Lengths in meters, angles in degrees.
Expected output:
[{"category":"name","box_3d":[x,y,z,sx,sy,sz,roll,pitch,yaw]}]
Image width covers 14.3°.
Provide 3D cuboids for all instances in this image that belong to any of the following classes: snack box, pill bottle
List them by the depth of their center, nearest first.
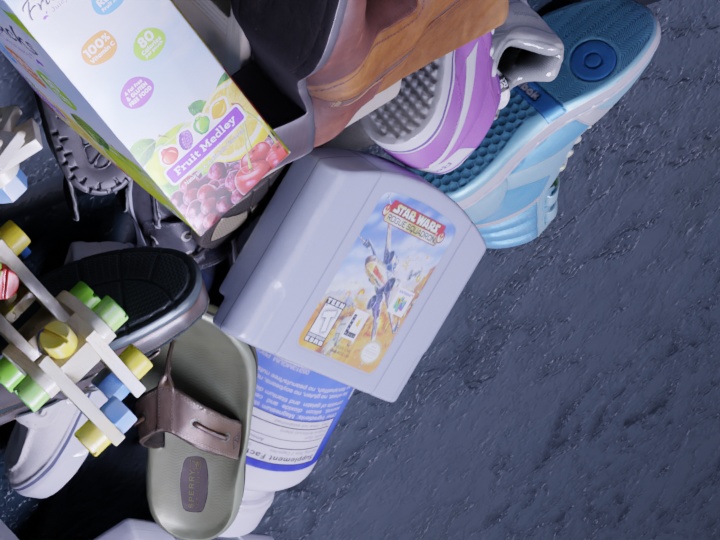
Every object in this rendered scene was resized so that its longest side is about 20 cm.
[{"category":"snack box","box_3d":[-0.143,-0.128,1.367,0.068,0.169,0.200,-43,129,-8]},{"category":"pill bottle","box_3d":[-0.063,0.071,1.863,0.112,0.112,0.200,-10,135,-50]}]

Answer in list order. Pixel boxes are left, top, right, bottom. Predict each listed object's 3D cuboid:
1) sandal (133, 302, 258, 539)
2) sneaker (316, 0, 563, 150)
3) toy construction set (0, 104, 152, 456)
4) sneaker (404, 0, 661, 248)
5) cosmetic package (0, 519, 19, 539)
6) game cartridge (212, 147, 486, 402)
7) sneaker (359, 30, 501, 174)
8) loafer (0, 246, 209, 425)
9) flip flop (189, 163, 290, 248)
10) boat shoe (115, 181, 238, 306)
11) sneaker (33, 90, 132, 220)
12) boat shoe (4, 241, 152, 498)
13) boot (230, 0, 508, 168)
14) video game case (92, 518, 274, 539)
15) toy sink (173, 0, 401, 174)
[{"category":"sandal","box_3d":[-0.104,0.097,1.776,0.057,0.080,0.201,-72,162,-52]},{"category":"sneaker","box_3d":[0.042,-0.118,1.802,0.200,0.081,0.075,-32,150,-25]},{"category":"toy construction set","box_3d":[-0.191,-0.001,1.542,0.092,0.131,0.200,-32,124,-15]},{"category":"sneaker","box_3d":[0.126,-0.095,1.956,0.200,0.080,0.131,-36,150,-1]},{"category":"cosmetic package","box_3d":[-0.290,0.238,1.698,0.200,0.166,0.167,-51,153,8]},{"category":"game cartridge","box_3d":[0.000,0.000,1.723,0.133,0.042,0.200,-56,148,6]},{"category":"sneaker","box_3d":[0.054,-0.156,1.732,0.114,0.073,0.201,30,76,-63]},{"category":"loafer","box_3d":[-0.175,0.045,1.654,0.200,0.072,0.063,-20,139,10]},{"category":"flip flop","box_3d":[-0.056,-0.094,1.687,0.200,0.058,0.081,-63,-177,-30]},{"category":"boat shoe","box_3d":[-0.103,-0.023,1.731,0.070,0.066,0.200,-34,149,-26]},{"category":"sneaker","box_3d":[-0.154,-0.115,1.544,0.060,0.104,0.200,-11,108,-6]},{"category":"boat shoe","box_3d":[-0.186,0.058,1.732,0.070,0.071,0.200,12,132,-24]},{"category":"boot","box_3d":[0.027,-0.148,1.505,0.200,0.068,0.188,-32,152,-29]},{"category":"video game case","box_3d":[-0.177,0.227,1.925,0.200,0.022,0.182,-33,158,21]},{"category":"toy sink","box_3d":[-0.052,-0.163,1.576,0.130,0.112,0.200,-33,154,-25]}]
